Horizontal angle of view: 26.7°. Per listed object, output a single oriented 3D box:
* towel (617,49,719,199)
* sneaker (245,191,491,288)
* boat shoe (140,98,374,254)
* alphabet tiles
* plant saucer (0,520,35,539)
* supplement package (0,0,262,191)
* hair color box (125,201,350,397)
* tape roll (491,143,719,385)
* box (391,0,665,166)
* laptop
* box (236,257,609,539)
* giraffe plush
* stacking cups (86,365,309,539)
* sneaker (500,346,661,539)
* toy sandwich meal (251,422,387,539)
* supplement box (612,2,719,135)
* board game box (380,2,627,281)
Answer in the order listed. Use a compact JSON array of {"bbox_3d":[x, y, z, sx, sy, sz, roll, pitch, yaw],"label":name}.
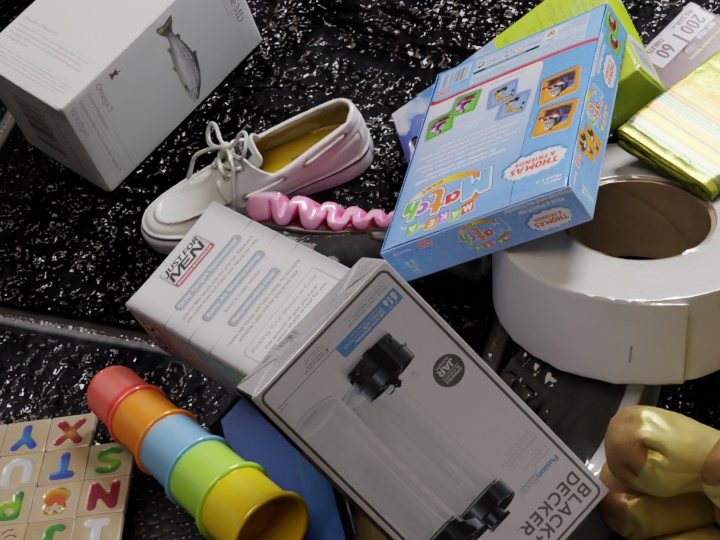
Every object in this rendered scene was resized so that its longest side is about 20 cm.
[{"bbox_3d":[0.281,-0.125,1.096,0.200,0.018,0.086,-37,59,-25],"label":"towel"},{"bbox_3d":[0.000,0.000,1.150,0.200,0.079,0.095,9,80,22],"label":"sneaker"},{"bbox_3d":[-0.089,-0.084,1.212,0.202,0.086,0.075,-22,53,-1],"label":"boat shoe"},{"bbox_3d":[-0.237,0.172,1.013,0.166,0.006,0.200,-8,39,7],"label":"alphabet tiles"},{"bbox_3d":[-0.271,0.241,1.018,0.200,0.050,0.200,-20,53,28],"label":"plant saucer"},{"bbox_3d":[-0.203,-0.190,1.299,0.117,0.117,0.200,31,69,31],"label":"supplement package"},{"bbox_3d":[-0.051,0.039,1.017,0.200,0.061,0.099,27,69,35],"label":"hair color box"},{"bbox_3d":[0.190,-0.009,1.050,0.202,0.071,0.202,-3,35,2],"label":"tape roll"},{"bbox_3d":[0.125,-0.128,1.170,0.200,0.048,0.122,-35,48,24],"label":"box"},{"bbox_3d":[-0.118,0.155,1.019,0.200,0.103,0.177,-10,49,-9],"label":"laptop"},{"bbox_3d":[0.038,0.101,0.908,0.117,0.060,0.200,-45,101,-9],"label":"box"},{"bbox_3d":[0.265,0.116,0.941,0.200,0.173,0.162,21,53,22],"label":"giraffe plush"},{"bbox_3d":[-0.117,0.120,0.995,0.061,0.061,0.200,-43,48,-15],"label":"stacking cups"},{"bbox_3d":[0.132,0.117,1.025,0.099,0.071,0.200,11,54,25],"label":"sneaker"},{"bbox_3d":[0.008,0.147,1.031,0.205,0.070,0.205,-20,58,36],"label":"toy sandwich meal"},{"bbox_3d":[0.296,-0.111,1.139,0.200,0.061,0.109,35,70,31],"label":"supplement box"},{"bbox_3d":[0.103,-0.091,1.064,0.151,0.037,0.200,-19,35,34],"label":"board game box"}]
